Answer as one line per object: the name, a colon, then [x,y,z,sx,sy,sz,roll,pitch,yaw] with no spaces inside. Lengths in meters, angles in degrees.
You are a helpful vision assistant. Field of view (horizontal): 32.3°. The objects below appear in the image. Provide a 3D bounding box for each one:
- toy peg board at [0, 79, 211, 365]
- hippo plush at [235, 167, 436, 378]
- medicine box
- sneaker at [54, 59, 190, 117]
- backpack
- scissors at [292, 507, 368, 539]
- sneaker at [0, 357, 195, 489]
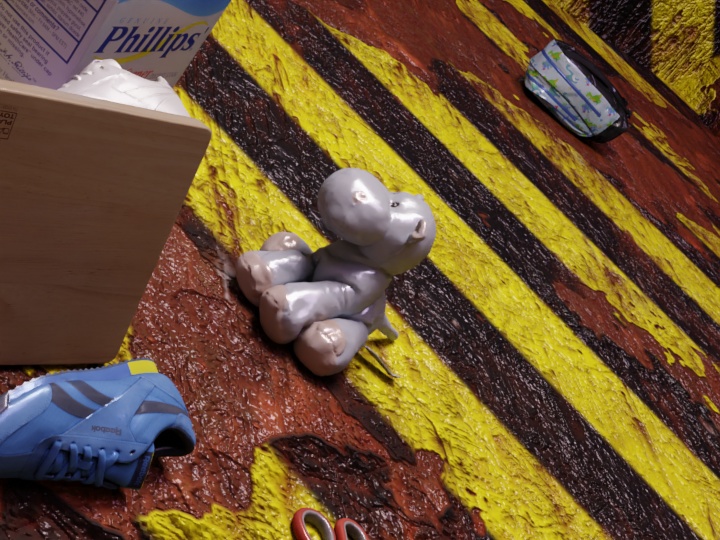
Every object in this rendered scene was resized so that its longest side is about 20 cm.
toy peg board: [-0.238,-0.044,0.871,0.098,0.200,0.199,36,19,33]
hippo plush: [0.000,0.000,1.158,0.199,0.161,0.160,33,25,-15]
medicine box: [-0.239,-0.206,1.113,0.103,0.200,0.182,45,25,11]
sneaker: [-0.221,-0.114,0.967,0.199,0.075,0.100,-6,64,-42]
backpack: [0.408,-0.347,2.380,0.200,0.153,0.164,54,20,-25]
scissors: [-0.016,0.246,0.900,0.073,0.014,0.200,32,24,-22]
sneaker: [-0.182,0.112,0.827,0.079,0.066,0.200,52,26,16]
